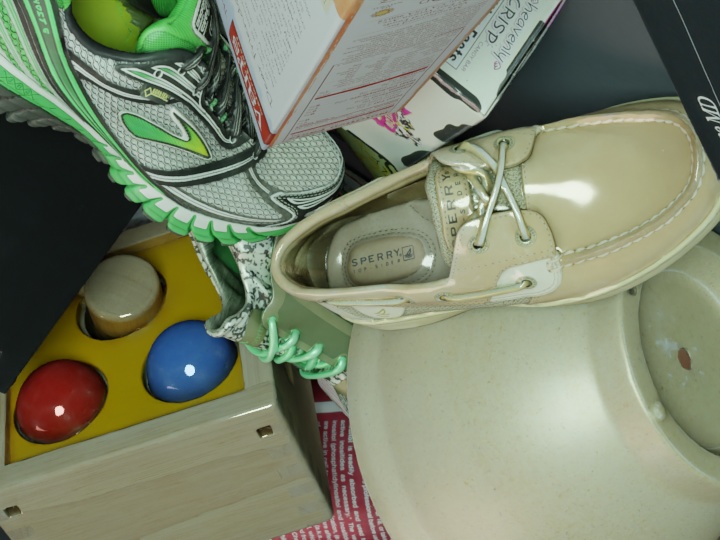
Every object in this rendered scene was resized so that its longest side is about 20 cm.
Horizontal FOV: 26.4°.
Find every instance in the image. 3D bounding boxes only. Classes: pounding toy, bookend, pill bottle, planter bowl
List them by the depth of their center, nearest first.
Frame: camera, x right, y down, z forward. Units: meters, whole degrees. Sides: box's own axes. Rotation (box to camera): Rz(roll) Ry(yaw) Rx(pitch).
[{"bbox_3d":[-0.193,-0.080,0.694,0.198,0.201,0.092,32,-173,-40],"label":"bookend"},{"bbox_3d":[0.111,0.055,0.698,0.200,0.201,0.134,39,142,-22],"label":"planter bowl"},{"bbox_3d":[-0.133,0.042,0.824,0.201,0.182,0.143,-103,-7,-45],"label":"pounding toy"},{"bbox_3d":[0.010,0.120,0.935,0.198,0.114,0.113,-5,154,16],"label":"pill bottle"}]

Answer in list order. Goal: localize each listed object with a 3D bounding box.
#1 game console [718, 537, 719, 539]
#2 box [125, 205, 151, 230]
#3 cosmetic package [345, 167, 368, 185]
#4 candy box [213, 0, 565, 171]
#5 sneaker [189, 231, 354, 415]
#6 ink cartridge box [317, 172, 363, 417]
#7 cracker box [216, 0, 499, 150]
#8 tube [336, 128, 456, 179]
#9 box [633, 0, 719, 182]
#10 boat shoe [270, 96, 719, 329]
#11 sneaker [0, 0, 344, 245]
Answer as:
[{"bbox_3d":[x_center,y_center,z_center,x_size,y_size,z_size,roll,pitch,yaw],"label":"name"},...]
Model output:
[{"bbox_3d":[0.265,0.140,0.962,0.199,0.117,0.175,28,-163,29],"label":"game console"},{"bbox_3d":[-0.203,-0.069,0.850,0.199,0.042,0.156,21,150,-29],"label":"box"},{"bbox_3d":[-0.057,-0.029,0.976,0.199,0.106,0.071,35,167,7],"label":"cosmetic package"},{"bbox_3d":[-0.030,-0.130,0.612,0.199,0.061,0.136,38,169,-7],"label":"candy box"},{"bbox_3d":[-0.036,0.021,0.736,0.201,0.088,0.077,57,145,-7],"label":"sneaker"},{"bbox_3d":[0.000,0.000,0.826,0.109,0.050,0.202,40,149,53],"label":"ink cartridge box"},{"bbox_3d":[-0.011,-0.124,0.441,0.200,0.057,0.135,148,105,-77],"label":"cracker box"},{"bbox_3d":[0.029,-0.053,0.792,0.058,0.052,0.200,-25,123,30],"label":"tube"},{"bbox_3d":[0.129,-0.080,0.339,0.140,0.079,0.200,23,164,37],"label":"box"},{"bbox_3d":[0.052,-0.021,0.610,0.199,0.073,0.065,-16,164,35],"label":"boat shoe"},{"bbox_3d":[-0.078,-0.074,0.633,0.085,0.079,0.199,-24,142,39],"label":"sneaker"}]
